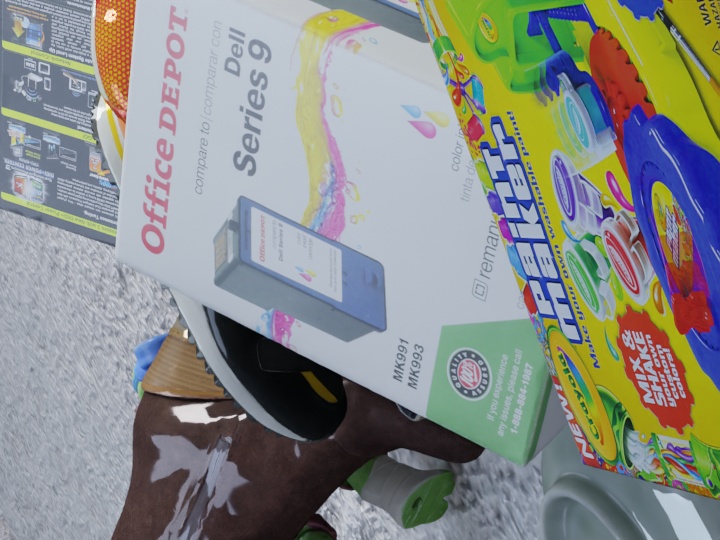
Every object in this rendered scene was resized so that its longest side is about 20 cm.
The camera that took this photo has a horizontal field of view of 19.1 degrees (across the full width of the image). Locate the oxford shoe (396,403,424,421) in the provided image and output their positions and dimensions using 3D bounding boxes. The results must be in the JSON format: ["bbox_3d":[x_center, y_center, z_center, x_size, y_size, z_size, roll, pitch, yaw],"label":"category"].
[{"bbox_3d":[0.000,0.000,0.973,0.200,0.075,0.070,46,169,-37],"label":"oxford shoe"}]

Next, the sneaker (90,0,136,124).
[{"bbox_3d":[-0.056,-0.151,0.901,0.073,0.201,0.077,26,170,-21],"label":"sneaker"}]

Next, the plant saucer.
[{"bbox_3d":[0.127,0.133,0.941,0.200,0.050,0.201,53,157,34],"label":"plant saucer"}]

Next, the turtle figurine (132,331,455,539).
[{"bbox_3d":[-0.036,0.113,1.258,0.194,0.144,0.200,35,155,29],"label":"turtle figurine"}]

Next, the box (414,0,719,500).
[{"bbox_3d":[0.123,-0.046,0.625,0.201,0.122,0.193,69,162,-9],"label":"box"}]

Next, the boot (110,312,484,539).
[{"bbox_3d":[-0.035,0.116,1.130,0.199,0.072,0.167,18,95,23],"label":"boot"}]

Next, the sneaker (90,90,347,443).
[{"bbox_3d":[-0.045,-0.013,1.011,0.201,0.090,0.070,61,-157,-10],"label":"sneaker"}]

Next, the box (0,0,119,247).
[{"bbox_3d":[-0.096,-0.085,1.083,0.199,0.044,0.161,17,118,25],"label":"box"}]

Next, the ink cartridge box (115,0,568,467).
[{"bbox_3d":[0.010,-0.038,0.825,0.200,0.087,0.146,27,128,23],"label":"ink cartridge box"}]
